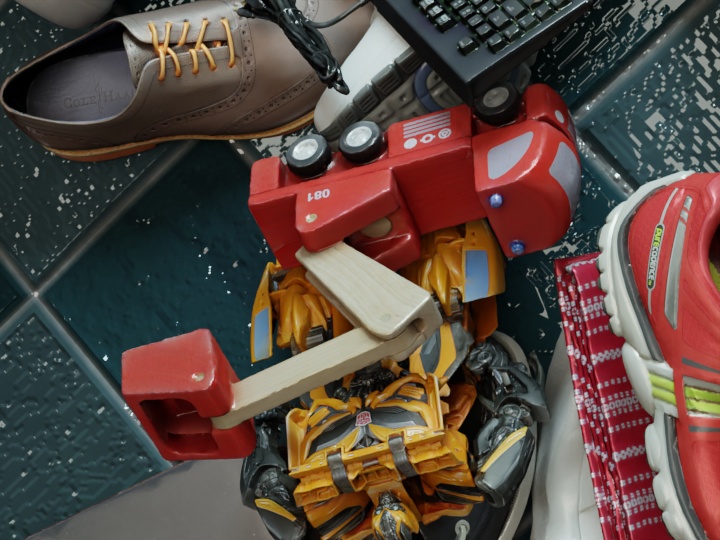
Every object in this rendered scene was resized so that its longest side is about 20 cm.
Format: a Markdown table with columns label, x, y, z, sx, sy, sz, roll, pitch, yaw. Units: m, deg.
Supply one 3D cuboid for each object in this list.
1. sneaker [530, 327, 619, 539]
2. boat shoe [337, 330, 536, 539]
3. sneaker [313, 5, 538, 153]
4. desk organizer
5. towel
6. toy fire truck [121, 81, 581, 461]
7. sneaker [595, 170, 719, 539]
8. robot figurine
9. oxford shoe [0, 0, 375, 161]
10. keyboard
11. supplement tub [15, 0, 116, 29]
| label | x | y | z | sx | sy | sz | roll | pitch | yaw |
| --- | --- | --- | --- | --- | --- | --- | --- | --- | --- |
| sneaker | 0.124 | 0.101 | 1.165 | 0.088 | 0.075 | 0.200 | 7 | 84 | -4 |
| boat shoe | 0.023 | 0.120 | 1.179 | 0.074 | 0.060 | 0.200 | 20 | 92 | 44 |
| sneaker | 0.050 | -0.130 | 1.192 | 0.200 | 0.075 | 0.087 | -45 | 49 | -9 |
| desk organizer | -0.117 | 0.152 | 1.217 | 0.200 | 0.077 | 0.072 | -26 | 79 | 13 |
| towel | 0.169 | 0.082 | 1.132 | 0.145 | 0.022 | 0.200 | -9 | 83 | -19 |
| toy fire truck | 0.000 | 0.000 | 1.114 | 0.200 | 0.049 | 0.141 | -14 | 43 | 15 |
| sneaker | 0.163 | 0.053 | 1.068 | 0.085 | 0.077 | 0.200 | -25 | 85 | 42 |
| robot figurine | 0.009 | 0.039 | 1.152 | 0.145 | 0.058 | 0.200 | -17 | 43 | 14 |
| oxford shoe | -0.076 | -0.096 | 1.226 | 0.200 | 0.073 | 0.071 | -17 | 81 | 14 |
| keyboard | 0.011 | -0.134 | 1.158 | 0.127 | 0.021 | 0.200 | -39 | 42 | 0 |
| supplement tub | -0.128 | -0.231 | 1.215 | 0.145 | 0.145 | 0.200 | 39 | 97 | 15 |
